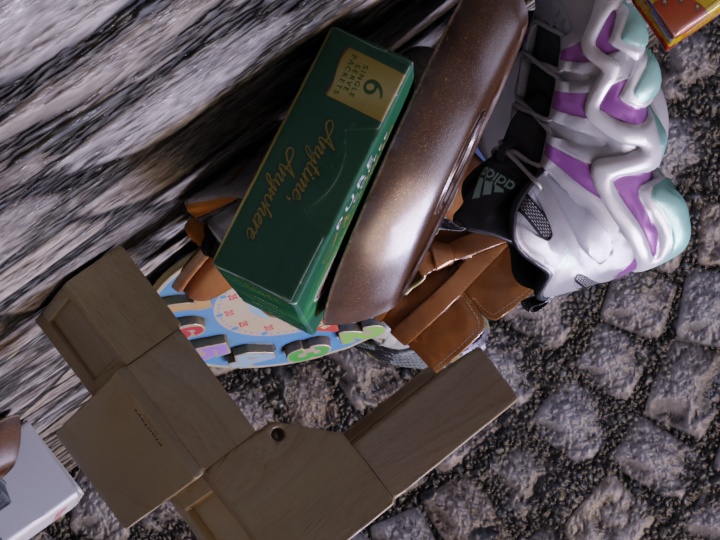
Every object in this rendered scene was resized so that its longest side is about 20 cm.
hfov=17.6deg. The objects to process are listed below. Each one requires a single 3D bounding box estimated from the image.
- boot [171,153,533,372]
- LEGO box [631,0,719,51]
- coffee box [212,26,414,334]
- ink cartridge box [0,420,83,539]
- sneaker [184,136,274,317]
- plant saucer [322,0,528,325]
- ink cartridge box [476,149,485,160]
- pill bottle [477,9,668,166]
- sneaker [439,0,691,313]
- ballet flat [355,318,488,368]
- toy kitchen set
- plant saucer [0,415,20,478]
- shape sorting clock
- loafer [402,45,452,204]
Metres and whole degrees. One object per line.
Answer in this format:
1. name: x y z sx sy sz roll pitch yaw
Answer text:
1. boot: 0.000 0.000 1.430 0.200 0.155 0.077 -36 -174 -1
2. LEGO box: 0.254 -0.229 1.456 0.200 0.077 0.149 -36 178 6
3. coffee box: -0.018 -0.037 1.097 0.123 0.044 0.200 -63 176 -3
4. ink cartridge box: -0.348 0.224 2.024 0.200 0.084 0.144 -34 177 -14
5. sneaker: -0.047 -0.024 1.283 0.078 0.077 0.200 -33 176 -7
6. plant saucer: 0.036 -0.058 1.135 0.200 0.032 0.200 -64 176 -8
7. ink cartridge box: 0.023 -0.059 1.691 0.136 0.076 0.200 -36 179 33
8. pill bottle: 0.124 -0.093 1.408 0.111 0.111 0.200 -35 -167 5
9. sneaker: 0.091 -0.067 1.243 0.140 0.200 0.078 -26 -156 -13
10. ballet flat: -0.002 0.026 1.765 0.072 0.200 0.072 -53 153 -41
11. toy kitchen set: -0.062 0.064 1.330 0.180 0.200 0.163 -37 179 -25
12. plant saucer: -0.339 0.180 1.793 0.200 0.032 0.200 -34 176 -2
13. shape sorting clock: -0.047 0.019 1.575 0.200 0.039 0.200 -14 152 -8
14. loafer: 0.013 -0.037 1.318 0.070 0.070 0.200 -90 -164 -46
